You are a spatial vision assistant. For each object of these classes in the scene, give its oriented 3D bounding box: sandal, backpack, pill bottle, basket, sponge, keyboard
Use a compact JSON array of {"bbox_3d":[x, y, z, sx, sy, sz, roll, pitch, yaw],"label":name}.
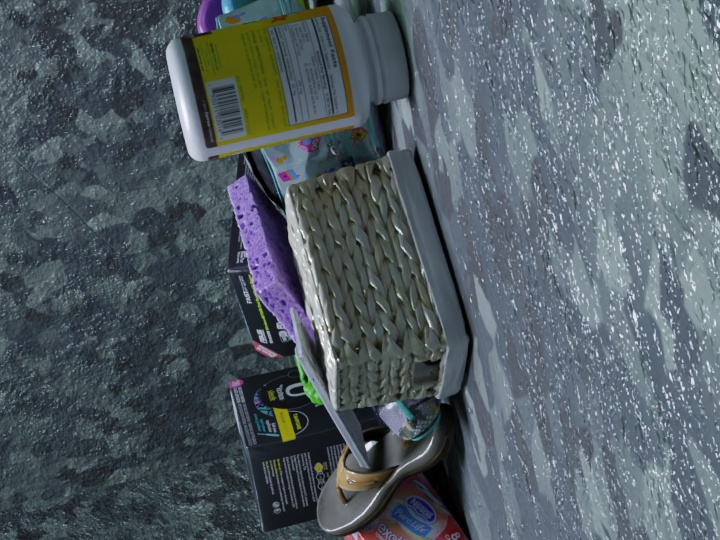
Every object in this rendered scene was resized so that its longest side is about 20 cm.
[{"bbox_3d":[0.015,0.190,1.628,0.200,0.054,0.082,-40,42,37],"label":"sandal"},{"bbox_3d":[-0.063,-0.175,1.617,0.200,0.153,0.177,54,-163,-58],"label":"backpack"},{"bbox_3d":[-0.062,-0.167,1.434,0.109,0.199,0.110,167,90,-84],"label":"pill bottle"},{"bbox_3d":[0.011,0.013,1.486,0.136,0.123,0.201,91,166,-65],"label":"basket"},{"bbox_3d":[-0.077,-0.001,1.617,0.112,0.030,0.200,53,-169,-34],"label":"sponge"},{"bbox_3d":[-0.027,0.112,1.541,0.200,0.011,0.056,64,-165,-48],"label":"keyboard"}]

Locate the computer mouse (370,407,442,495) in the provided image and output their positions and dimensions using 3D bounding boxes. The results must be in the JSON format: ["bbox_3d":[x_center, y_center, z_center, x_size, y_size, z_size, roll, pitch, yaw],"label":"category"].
[{"bbox_3d":[0.047,0.159,1.822,0.201,0.053,0.139,65,171,4],"label":"computer mouse"}]

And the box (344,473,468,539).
[{"bbox_3d":[0.048,0.302,1.759,0.103,0.094,0.200,55,166,21],"label":"box"}]

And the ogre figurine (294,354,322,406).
[{"bbox_3d":[-0.028,0.069,1.972,0.200,0.119,0.099,-112,7,-64],"label":"ogre figurine"}]

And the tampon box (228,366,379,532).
[{"bbox_3d":[-0.043,0.199,1.987,0.150,0.199,0.127,-115,15,-59],"label":"tampon box"}]

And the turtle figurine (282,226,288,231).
[{"bbox_3d":[0.000,0.000,1.661,0.150,0.100,0.200,63,-179,8],"label":"turtle figurine"}]

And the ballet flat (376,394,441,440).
[{"bbox_3d":[0.037,0.100,1.604,0.200,0.072,0.072,-105,4,-75],"label":"ballet flat"}]

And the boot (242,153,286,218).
[{"bbox_3d":[-0.043,-0.119,1.794,0.204,0.073,0.154,56,134,25],"label":"boot"}]

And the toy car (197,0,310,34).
[{"bbox_3d":[-0.113,-0.287,1.886,0.200,0.149,0.176,130,127,-82],"label":"toy car"}]

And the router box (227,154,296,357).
[{"bbox_3d":[-0.102,-0.023,1.901,0.150,0.062,0.201,76,-169,-45],"label":"router box"}]
